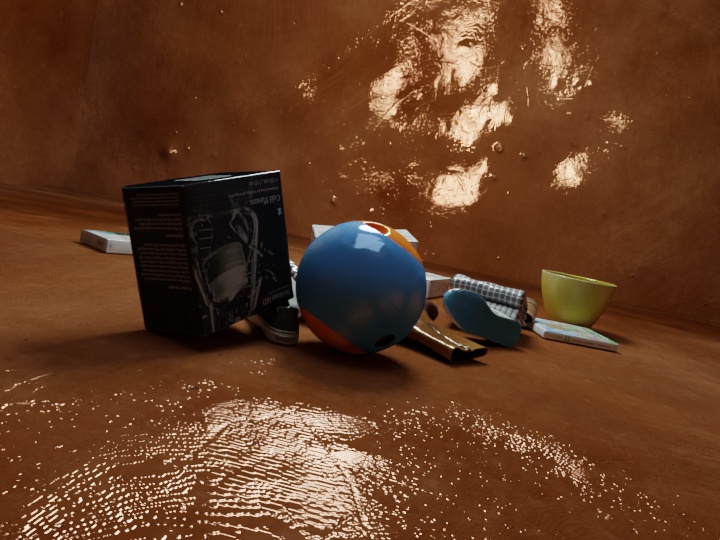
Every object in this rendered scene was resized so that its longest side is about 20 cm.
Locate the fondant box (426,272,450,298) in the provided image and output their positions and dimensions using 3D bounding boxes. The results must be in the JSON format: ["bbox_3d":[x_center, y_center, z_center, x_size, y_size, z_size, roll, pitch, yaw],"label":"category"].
[{"bbox_3d":[0.170,0.036,1.852,0.144,0.059,0.200,14,7,24],"label":"fondant box"}]

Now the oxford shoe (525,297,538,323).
[{"bbox_3d":[0.345,0.098,1.572,0.199,0.072,0.071,4,29,17],"label":"oxford shoe"}]

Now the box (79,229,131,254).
[{"bbox_3d":[-0.571,-0.067,1.550,0.144,0.037,0.199,17,7,40],"label":"box"}]

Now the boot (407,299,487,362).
[{"bbox_3d":[0.143,0.104,1.124,0.199,0.069,0.188,18,7,40],"label":"boot"}]

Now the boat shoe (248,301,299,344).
[{"bbox_3d":[-0.136,0.066,1.000,0.068,0.057,0.200,8,7,-23],"label":"boat shoe"}]

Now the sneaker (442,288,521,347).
[{"bbox_3d":[0.230,0.095,1.244,0.200,0.077,0.081,32,-7,-30],"label":"sneaker"}]

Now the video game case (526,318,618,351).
[{"bbox_3d":[0.515,0.154,1.549,0.181,0.022,0.200,11,6,-2],"label":"video game case"}]

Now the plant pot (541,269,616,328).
[{"bbox_3d":[0.588,0.089,1.715,0.199,0.143,0.200,11,5,-1],"label":"plant pot"}]

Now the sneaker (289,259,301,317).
[{"bbox_3d":[-0.139,0.033,1.163,0.081,0.075,0.200,-32,30,-18],"label":"sneaker"}]

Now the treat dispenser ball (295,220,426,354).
[{"bbox_3d":[0.001,0.025,0.941,0.200,0.202,0.201,11,6,-1],"label":"treat dispenser ball"}]

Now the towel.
[{"bbox_3d":[0.293,0.073,1.410,0.165,0.086,0.200,14,-7,21],"label":"towel"}]

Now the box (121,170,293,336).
[{"bbox_3d":[-0.208,-0.033,0.880,0.123,0.198,0.200,4,16,31],"label":"box"}]

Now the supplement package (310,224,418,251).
[{"bbox_3d":[0.000,0.000,1.237,0.199,0.157,0.111,2,16,-9],"label":"supplement package"}]
